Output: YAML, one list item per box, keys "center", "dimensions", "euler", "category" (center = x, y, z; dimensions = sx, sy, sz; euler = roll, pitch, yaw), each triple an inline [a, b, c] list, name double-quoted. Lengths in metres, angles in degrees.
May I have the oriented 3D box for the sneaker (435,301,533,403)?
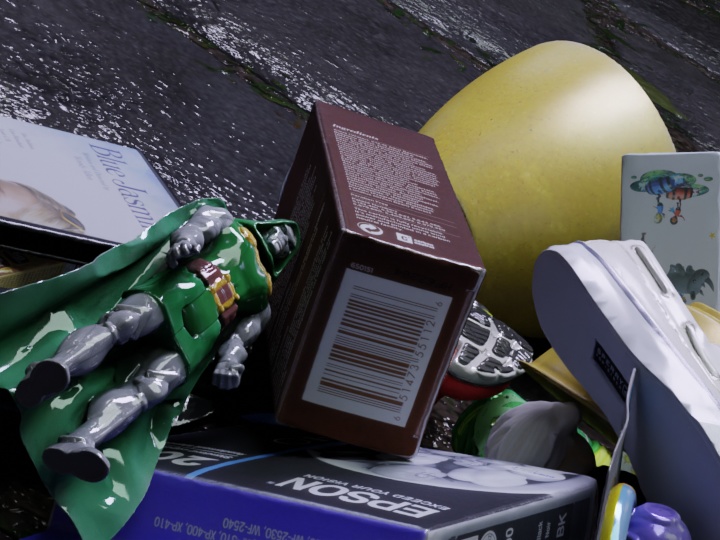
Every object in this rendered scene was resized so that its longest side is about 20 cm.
- center: [0.041, 0.054, 1.255]
  dimensions: [0.077, 0.085, 0.200]
  euler: [30, 4, -7]
  category: "sneaker"

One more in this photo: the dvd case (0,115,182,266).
- center: [-0.177, -0.045, 1.126]
  dimensions: [0.199, 0.018, 0.143]
  euler: [13, 22, -32]
  category: "dvd case"

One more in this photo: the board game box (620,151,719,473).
- center: [0.196, 0.040, 1.322]
  dimensions: [0.064, 0.202, 0.147]
  euler: [-2, -8, 18]
  category: "board game box"

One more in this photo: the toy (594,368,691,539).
- center: [0.119, 0.159, 0.973]
  dimensions: [0.047, 0.201, 0.115]
  euler: [11, 20, 8]
  category: "toy"

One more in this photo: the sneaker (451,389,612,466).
- center: [0.077, 0.113, 1.213]
  dimensions: [0.083, 0.074, 0.200]
  euler: [39, 12, 14]
  category: "sneaker"

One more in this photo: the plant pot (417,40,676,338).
- center: [0.095, -0.038, 1.462]
  dimensions: [0.141, 0.201, 0.200]
  euler: [-18, 48, -33]
  category: "plant pot"

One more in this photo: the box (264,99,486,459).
- center: [0.000, 0.000, 1.069]
  dimensions: [0.074, 0.101, 0.200]
  euler: [16, 19, -12]
  category: "box"

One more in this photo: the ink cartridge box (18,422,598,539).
- center: [-0.029, 0.108, 0.973]
  dimensions: [0.197, 0.044, 0.200]
  euler: [7, 9, 34]
  category: "ink cartridge box"

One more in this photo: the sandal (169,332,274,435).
- center: [-0.064, 0.039, 1.127]
  dimensions: [0.199, 0.048, 0.076]
  euler: [-3, 56, -23]
  category: "sandal"

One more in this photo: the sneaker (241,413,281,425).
- center: [-0.042, 0.027, 1.235]
  dimensions: [0.105, 0.076, 0.200]
  euler: [23, 22, -19]
  category: "sneaker"

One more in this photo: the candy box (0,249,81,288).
- center: [-0.200, -0.017, 1.141]
  dimensions: [0.115, 0.056, 0.200]
  euler: [36, 21, 17]
  category: "candy box"

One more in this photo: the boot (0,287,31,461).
- center: [-0.157, 0.018, 0.980]
  dimensions: [0.199, 0.165, 0.066]
  euler: [19, 46, -30]
  category: "boot"

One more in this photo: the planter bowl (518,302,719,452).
- center: [0.185, 0.075, 1.143]
  dimensions: [0.200, 0.084, 0.200]
  euler: [38, -2, 1]
  category: "planter bowl"

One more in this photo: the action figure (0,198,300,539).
- center: [-0.082, 0.022, 0.973]
  dimensions: [0.200, 0.054, 0.119]
  euler: [-45, 120, -53]
  category: "action figure"

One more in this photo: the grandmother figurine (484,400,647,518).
- center: [0.146, 0.130, 1.066]
  dimensions: [0.199, 0.061, 0.121]
  euler: [35, -6, 14]
  category: "grandmother figurine"

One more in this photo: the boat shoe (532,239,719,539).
- center: [0.154, 0.059, 1.024]
  dimensions: [0.069, 0.071, 0.200]
  euler: [-12, 47, -23]
  category: "boat shoe"
